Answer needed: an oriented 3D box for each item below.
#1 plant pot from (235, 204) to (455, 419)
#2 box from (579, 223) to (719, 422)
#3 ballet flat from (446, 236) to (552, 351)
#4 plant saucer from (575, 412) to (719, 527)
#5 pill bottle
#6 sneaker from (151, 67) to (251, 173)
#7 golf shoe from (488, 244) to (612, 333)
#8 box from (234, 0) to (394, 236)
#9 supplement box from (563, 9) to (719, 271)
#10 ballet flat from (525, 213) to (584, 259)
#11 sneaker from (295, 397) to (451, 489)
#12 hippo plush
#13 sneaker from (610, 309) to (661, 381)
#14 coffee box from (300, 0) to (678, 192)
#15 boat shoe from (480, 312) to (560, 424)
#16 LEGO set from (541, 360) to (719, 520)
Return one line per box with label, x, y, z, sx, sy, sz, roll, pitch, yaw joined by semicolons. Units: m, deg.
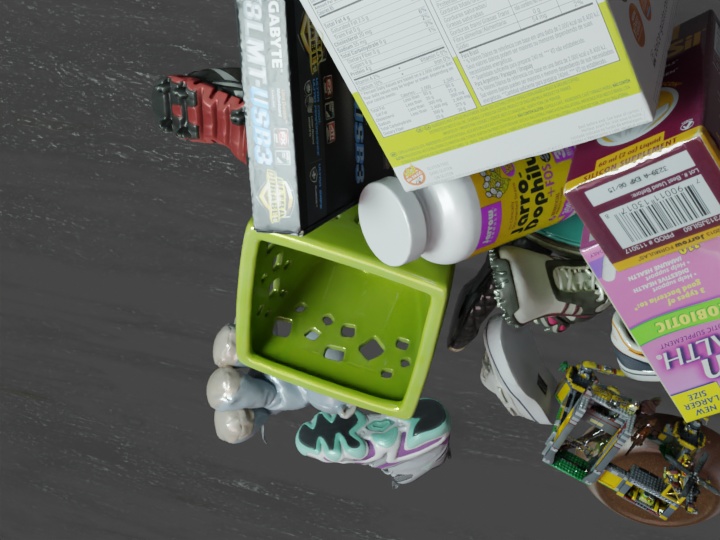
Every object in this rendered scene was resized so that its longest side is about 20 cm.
plant pot;0.000;0.000;0.932;0.198;0.182;0.201;19;135;7
box;0.315;0.004;0.783;0.175;0.097;0.200;-25;110;30
ballet flat;0.141;0.028;0.979;0.057;0.067;0.200;19;137;-8
plant saucer;0.358;0.252;1.108;0.199;0.037;0.201;12;133;14
pill bottle;0.099;-0.068;0.807;0.104;0.199;0.105;37;138;43
sneaker;-0.104;-0.149;0.894;0.200;0.098;0.071;26;131;22
golf shoe;0.181;0.009;0.857;0.088;0.078;0.200;-18;165;27
box;-0.030;-0.150;0.759;0.049;0.198;0.201;5;109;24
supplement box;0.240;-0.106;0.721;0.110;0.200;0.086;-23;117;36
ballet flat;0.245;-0.027;0.888;0.199;0.068;0.062;9;144;17
sneaker;0.023;0.241;1.191;0.199;0.078;0.140;-6;134;6
hippo plush;-0.079;0.145;1.111;0.160;0.160;0.201;1;129;23
sneaker;0.348;0.067;0.916;0.199;0.079;0.080;-8;132;30
coffee box;0.102;-0.213;0.686;0.199;0.200;0.198;-13;123;33
boat shoe;0.167;0.112;1.027;0.065;0.072;0.200;-1;150;30
LEGO set;0.293;0.162;0.971;0.200;0.154;0.116;33;135;13
